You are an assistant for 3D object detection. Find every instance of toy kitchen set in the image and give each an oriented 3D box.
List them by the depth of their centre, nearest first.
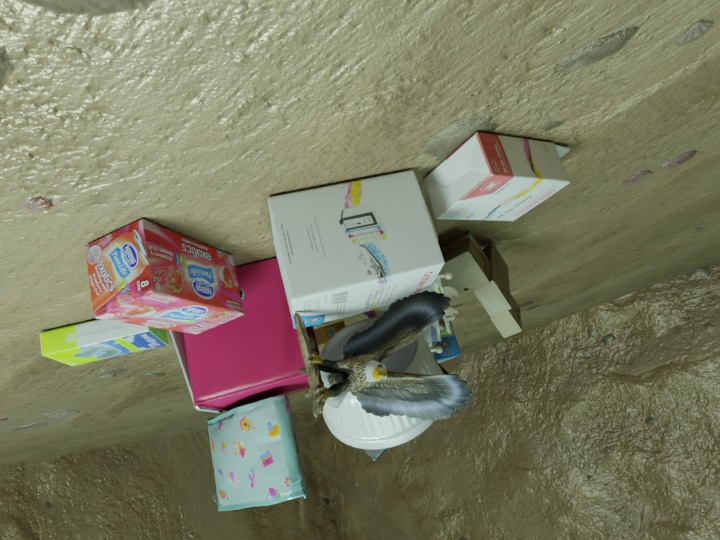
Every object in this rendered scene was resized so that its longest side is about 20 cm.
[{"bbox_3d":[0.201,0.034,1.083,0.180,0.200,0.163,-28,-160,26],"label":"toy kitchen set"}]

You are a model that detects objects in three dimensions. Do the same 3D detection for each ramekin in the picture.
[{"bbox_3d":[0.025,0.162,0.825,0.200,0.200,0.105,-17,122,2],"label":"ramekin"}]

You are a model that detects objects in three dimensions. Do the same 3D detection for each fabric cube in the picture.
[{"bbox_3d":[-0.183,0.117,0.926,0.196,0.200,0.200,-14,162,-2],"label":"fabric cube"}]

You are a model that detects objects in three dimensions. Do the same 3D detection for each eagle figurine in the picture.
[{"bbox_3d":[0.027,0.123,0.686,0.200,0.151,0.152,-10,120,-16],"label":"eagle figurine"}]

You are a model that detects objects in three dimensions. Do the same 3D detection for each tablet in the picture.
[{"bbox_3d":[-0.292,0.151,0.928,0.014,0.200,0.130,-24,163,-4],"label":"tablet"}]

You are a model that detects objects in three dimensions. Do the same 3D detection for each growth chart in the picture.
[{"bbox_3d":[0.085,0.072,0.869,0.144,0.018,0.200,5,133,10],"label":"growth chart"}]

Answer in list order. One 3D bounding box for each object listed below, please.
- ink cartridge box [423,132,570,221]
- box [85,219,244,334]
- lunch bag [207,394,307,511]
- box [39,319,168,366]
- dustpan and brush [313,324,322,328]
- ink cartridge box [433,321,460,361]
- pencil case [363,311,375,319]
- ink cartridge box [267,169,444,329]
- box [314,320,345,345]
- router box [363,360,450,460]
[{"bbox_3d":[0.205,-0.124,0.748,0.200,0.068,0.116,-4,159,-34],"label":"ink cartridge box"},{"bbox_3d":[-0.255,0.017,0.723,0.095,0.100,0.200,-21,161,15],"label":"box"},{"bbox_3d":[-0.167,0.310,0.913,0.122,0.171,0.200,2,158,-43],"label":"lunch bag"},{"bbox_3d":[-0.440,0.119,0.955,0.200,0.048,0.122,-13,162,-8],"label":"box"},{"bbox_3d":[-0.160,0.130,1.207,0.200,0.057,0.139,-29,158,35],"label":"dustpan and brush"},{"bbox_3d":[0.110,0.105,1.146,0.144,0.200,0.085,-6,164,-27],"label":"ink cartridge box"},{"bbox_3d":[0.054,0.023,0.928,0.088,0.089,0.200,-10,154,-17],"label":"pencil case"},{"bbox_3d":[-0.011,-0.026,0.730,0.200,0.145,0.147,-12,161,-10],"label":"ink cartridge box"},{"bbox_3d":[-0.141,0.169,1.244,0.200,0.042,0.119,-22,175,19],"label":"box"},{"bbox_3d":[0.043,0.211,0.961,0.200,0.157,0.052,-46,162,2],"label":"router box"}]
